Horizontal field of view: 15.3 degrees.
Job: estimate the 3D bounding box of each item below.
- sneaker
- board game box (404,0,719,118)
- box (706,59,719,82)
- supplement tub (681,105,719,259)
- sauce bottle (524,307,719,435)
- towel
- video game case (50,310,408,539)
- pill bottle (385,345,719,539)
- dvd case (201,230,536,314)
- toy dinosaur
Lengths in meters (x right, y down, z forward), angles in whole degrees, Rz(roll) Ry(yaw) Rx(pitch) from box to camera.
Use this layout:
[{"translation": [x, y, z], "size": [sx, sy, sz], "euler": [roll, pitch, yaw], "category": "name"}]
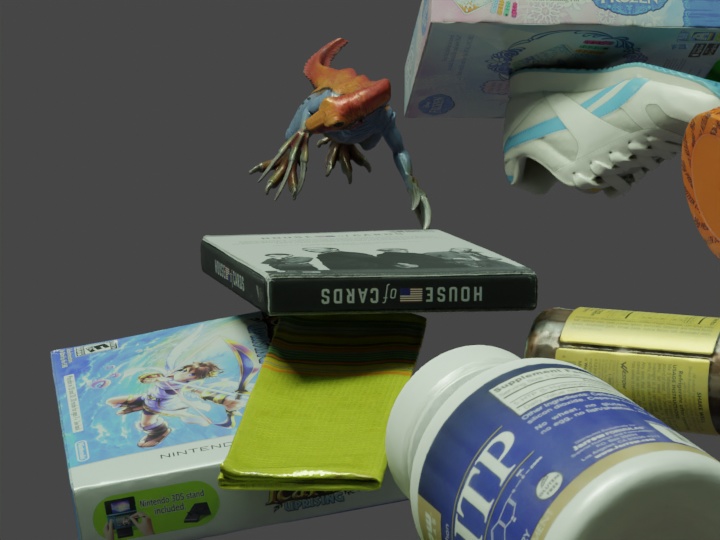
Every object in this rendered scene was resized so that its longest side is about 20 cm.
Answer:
[{"translation": [0.173, -0.089, 1.726], "size": [0.076, 0.081, 0.200], "euler": [13, -8, -39], "category": "sneaker"}, {"translation": [0.135, -0.149, 1.794], "size": [0.198, 0.044, 0.200], "euler": [0, -14, -5], "category": "board game box"}, {"translation": [0.327, -0.151, 1.846], "size": [0.176, 0.097, 0.200], "euler": [-15, 22, -11], "category": "box"}, {"translation": [0.303, -0.071, 1.617], "size": [0.199, 0.123, 0.123], "euler": [-16, 23, -18], "category": "supplement tub"}, {"translation": [0.188, 0.057, 1.419], "size": [0.199, 0.065, 0.065], "euler": [6, 25, 27], "category": "sauce bottle"}, {"translation": [-0.018, 0.065, 1.408], "size": [0.086, 0.018, 0.200], "euler": [-2, 22, 9], "category": "towel"}, {"translation": [-0.074, 0.081, 1.470], "size": [0.180, 0.046, 0.200], "euler": [-9, 22, -7], "category": "video game case"}, {"translation": [0.092, 0.109, 1.246], "size": [0.119, 0.120, 0.200], "euler": [-16, 23, -19], "category": "pill bottle"}, {"translation": [0.000, 0.000, 1.512], "size": [0.149, 0.025, 0.200], "euler": [-1, 6, -13], "category": "dvd case"}, {"translation": [-0.021, -0.108, 1.772], "size": [0.104, 0.201, 0.182], "euler": [-3, -24, -16], "category": "toy dinosaur"}]
